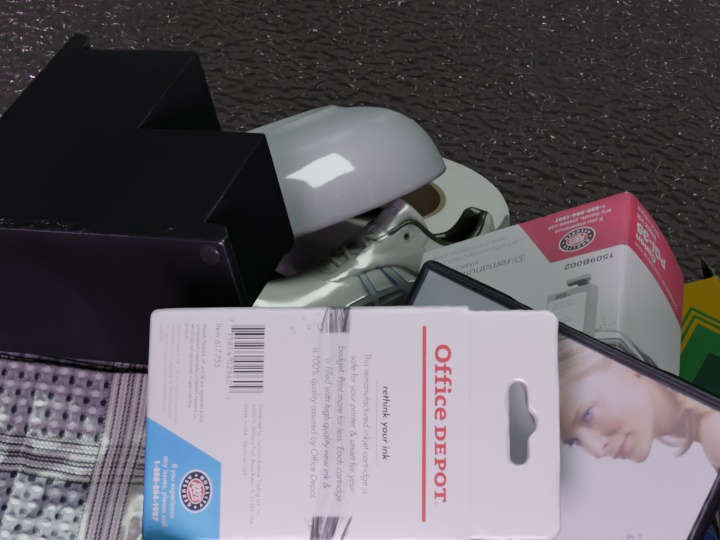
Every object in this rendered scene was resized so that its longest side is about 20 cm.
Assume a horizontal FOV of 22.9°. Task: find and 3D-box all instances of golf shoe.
[{"bbox_3d":[0.000,0.000,1.117,0.199,0.098,0.078,-4,19,-31],"label":"golf shoe"}]

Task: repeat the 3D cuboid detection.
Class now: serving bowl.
[{"bbox_3d":[-0.047,-0.064,1.159,0.199,0.066,0.200,-18,8,3],"label":"serving bowl"}]

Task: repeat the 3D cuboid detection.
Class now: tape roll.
[{"bbox_3d":[0.010,-0.041,1.321,0.201,0.037,0.203,4,26,-2],"label":"tape roll"}]

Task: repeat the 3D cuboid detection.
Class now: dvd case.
[{"bbox_3d":[0.083,0.096,0.896,0.199,0.143,0.018,26,1,31],"label":"dvd case"}]

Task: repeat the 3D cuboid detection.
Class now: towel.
[{"bbox_3d":[-0.186,0.115,1.003,0.191,0.035,0.201,8,56,6],"label":"towel"}]

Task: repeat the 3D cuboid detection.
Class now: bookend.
[{"bbox_3d":[-0.117,-0.046,1.025,0.197,0.093,0.200,3,40,23],"label":"bookend"}]

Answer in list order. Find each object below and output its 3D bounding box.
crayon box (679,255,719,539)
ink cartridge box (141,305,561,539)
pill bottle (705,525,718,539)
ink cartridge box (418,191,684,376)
[{"bbox_3d":[0.222,0.092,1.104,0.050,0.128,0.200,-13,25,6],"label":"crayon box"},{"bbox_3d":[-0.002,0.080,0.874,0.198,0.068,0.117,0,77,5],"label":"ink cartridge box"},{"bbox_3d":[0.148,0.157,1.028,0.110,0.112,0.201,2,35,-9],"label":"pill bottle"},{"bbox_3d":[0.100,0.067,1.004,0.146,0.083,0.201,-16,39,26],"label":"ink cartridge box"}]
